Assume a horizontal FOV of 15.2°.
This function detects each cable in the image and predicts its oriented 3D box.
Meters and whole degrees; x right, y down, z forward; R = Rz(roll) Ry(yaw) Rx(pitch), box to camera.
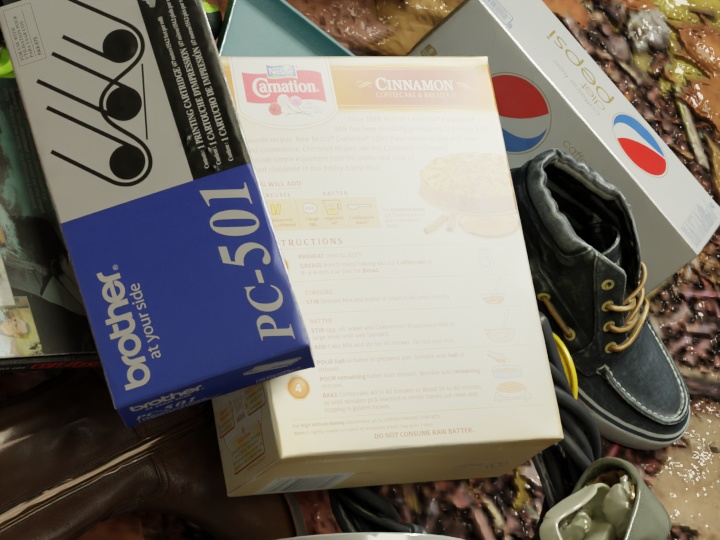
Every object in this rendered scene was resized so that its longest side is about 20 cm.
[{"bbox_3d":[0.056,0.108,1.404,0.163,0.051,0.201,-33,117,-34],"label":"cable"}]

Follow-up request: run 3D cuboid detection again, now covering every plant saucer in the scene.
[{"bbox_3d":[-0.006,-0.086,1.511,0.200,0.019,0.070,35,50,-30],"label":"plant saucer"}]

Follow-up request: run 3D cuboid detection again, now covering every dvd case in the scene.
[{"bbox_3d":[-0.168,-0.022,1.242,0.199,0.022,0.147,-3,69,-42],"label":"dvd case"}]

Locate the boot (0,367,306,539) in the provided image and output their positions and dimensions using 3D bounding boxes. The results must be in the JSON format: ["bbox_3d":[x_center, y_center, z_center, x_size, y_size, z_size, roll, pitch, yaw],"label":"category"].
[{"bbox_3d":[-0.133,0.130,1.307,0.200,0.064,0.187,-32,109,-28],"label":"boot"}]

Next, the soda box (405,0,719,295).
[{"bbox_3d":[0.120,-0.077,1.579,0.200,0.068,0.064,49,33,-2],"label":"soda box"}]

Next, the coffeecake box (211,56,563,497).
[{"bbox_3d":[0.000,0.000,1.313,0.153,0.073,0.201,-2,72,-26],"label":"coffeecake box"}]

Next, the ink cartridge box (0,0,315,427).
[{"bbox_3d":[-0.094,-0.038,1.236,0.094,0.044,0.201,-18,75,-2],"label":"ink cartridge box"}]

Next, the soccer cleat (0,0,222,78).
[{"bbox_3d":[-0.140,-0.096,1.428,0.200,0.067,0.081,-32,122,-53],"label":"soccer cleat"}]

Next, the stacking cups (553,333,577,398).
[{"bbox_3d":[0.022,0.079,1.451,0.199,0.060,0.061,-13,74,-33],"label":"stacking cups"}]

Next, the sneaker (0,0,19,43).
[{"bbox_3d":[-0.240,-0.201,1.399,0.200,0.077,0.111,49,39,-11],"label":"sneaker"}]

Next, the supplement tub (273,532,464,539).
[{"bbox_3d":[-0.001,0.232,1.267,0.144,0.144,0.201,6,73,-32],"label":"supplement tub"}]

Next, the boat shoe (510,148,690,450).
[{"bbox_3d":[0.136,0.020,1.521,0.200,0.091,0.071,45,50,-16],"label":"boat shoe"}]

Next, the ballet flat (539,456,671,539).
[{"bbox_3d":[0.100,0.165,1.354,0.064,0.067,0.200,59,36,-18],"label":"ballet flat"}]
